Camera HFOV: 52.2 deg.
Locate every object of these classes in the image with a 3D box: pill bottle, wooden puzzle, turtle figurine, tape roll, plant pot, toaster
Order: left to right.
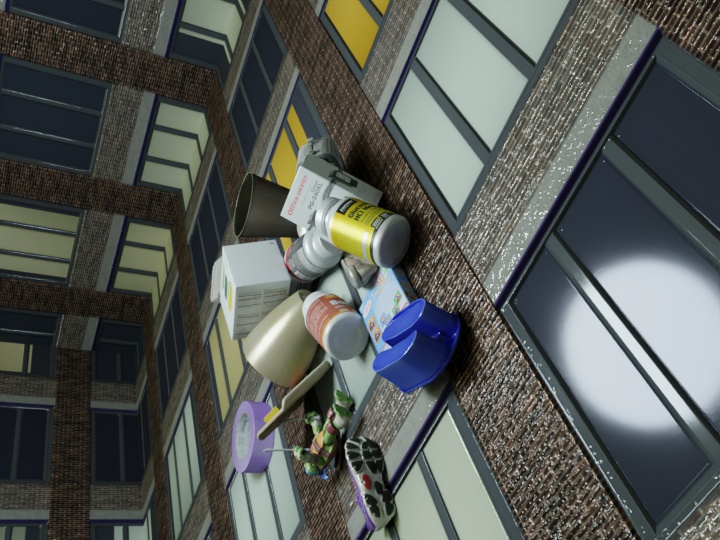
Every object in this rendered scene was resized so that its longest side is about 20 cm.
[{"bbox_3d":[-0.318,0.489,2.157,0.199,0.064,0.205,-32,53,56],"label":"tape roll"},{"bbox_3d":[-0.168,0.316,1.807,0.037,0.184,0.201,43,136,8],"label":"wooden puzzle"},{"bbox_3d":[-0.173,0.155,1.870,0.202,0.185,0.188,-55,34,19],"label":"plant pot"},{"bbox_3d":[-0.110,0.359,1.660,0.199,0.143,0.196,41,107,22],"label":"turtle figurine"},{"bbox_3d":[-0.109,-0.049,1.851,0.199,0.108,0.113,-32,54,57],"label":"pill bottle"},{"bbox_3d":[-0.084,-0.227,1.805,0.130,0.111,0.202,-96,-17,-52],"label":"toaster"},{"bbox_3d":[-0.065,0.120,1.706,0.200,0.110,0.115,37,114,61],"label":"pill bottle"},{"bbox_3d":[0.001,-0.088,1.558,0.198,0.111,0.115,24,104,35],"label":"pill bottle"}]

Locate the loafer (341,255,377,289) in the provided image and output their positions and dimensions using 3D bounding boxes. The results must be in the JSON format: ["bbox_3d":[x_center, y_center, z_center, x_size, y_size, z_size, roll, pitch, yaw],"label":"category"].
[{"bbox_3d":[0.000,0.000,1.663,0.073,0.062,0.200,62,177,-9],"label":"loafer"}]

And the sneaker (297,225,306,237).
[{"bbox_3d":[-0.141,-0.174,1.966,0.081,0.075,0.205,36,-126,-70],"label":"sneaker"}]

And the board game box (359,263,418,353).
[{"bbox_3d":[0.064,0.088,1.538,0.153,0.036,0.201,-66,30,29],"label":"board game box"}]

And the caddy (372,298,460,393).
[{"bbox_3d":[0.110,0.144,1.357,0.200,0.104,0.143,-39,24,54],"label":"caddy"}]

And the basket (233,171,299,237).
[{"bbox_3d":[-0.235,-0.162,2.043,0.136,0.196,0.184,47,122,58],"label":"basket"}]

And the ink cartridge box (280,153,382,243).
[{"bbox_3d":[-0.069,-0.153,1.690,0.147,0.197,0.084,-62,1,33],"label":"ink cartridge box"}]

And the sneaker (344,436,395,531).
[{"bbox_3d":[0.006,0.435,1.504,0.084,0.079,0.203,116,149,-41],"label":"sneaker"}]

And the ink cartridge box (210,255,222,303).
[{"bbox_3d":[-0.449,0.023,2.549,0.199,0.084,0.150,-29,56,60],"label":"ink cartridge box"}]

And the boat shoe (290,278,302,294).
[{"bbox_3d":[-0.240,0.035,2.117,0.201,0.084,0.077,17,96,63],"label":"boat shoe"}]

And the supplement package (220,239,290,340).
[{"bbox_3d":[-0.282,0.051,1.943,0.203,0.147,0.153,103,150,-43],"label":"supplement package"}]
